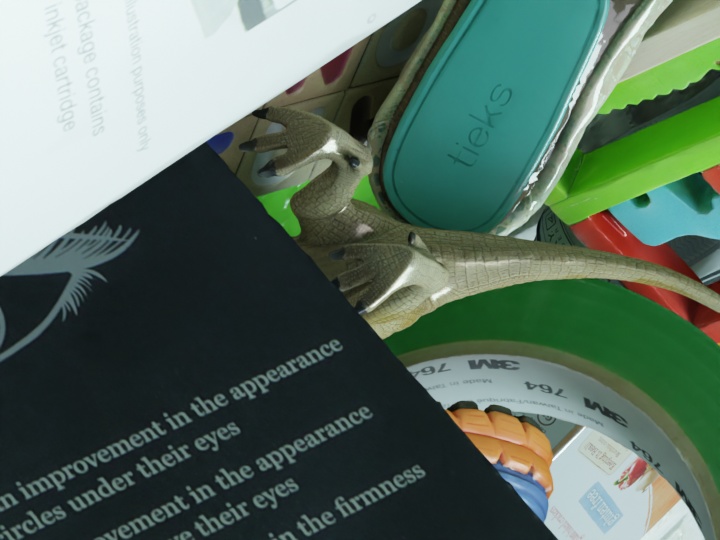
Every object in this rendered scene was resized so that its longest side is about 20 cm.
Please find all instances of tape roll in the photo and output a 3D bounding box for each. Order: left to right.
[{"bbox_3d":[0.037,0.098,0.769,0.200,0.200,0.048,-41,156,-10],"label":"tape roll"}]

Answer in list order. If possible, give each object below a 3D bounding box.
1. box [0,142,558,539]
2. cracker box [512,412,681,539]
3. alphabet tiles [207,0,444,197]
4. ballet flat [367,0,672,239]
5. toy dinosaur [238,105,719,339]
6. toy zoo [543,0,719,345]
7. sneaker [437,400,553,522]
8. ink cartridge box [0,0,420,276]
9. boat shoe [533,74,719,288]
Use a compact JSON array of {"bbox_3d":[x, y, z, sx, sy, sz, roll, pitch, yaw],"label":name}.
[{"bbox_3d":[-0.079,0.049,0.515,0.147,0.200,0.105,-24,147,-29],"label":"box"},{"bbox_3d":[0.028,0.104,0.934,0.200,0.058,0.134,-44,155,-1],"label":"cracker box"},{"bbox_3d":[-0.044,-0.047,0.659,0.199,0.008,0.168,-18,143,-44],"label":"alphabet tiles"},{"bbox_3d":[0.062,-0.095,0.694,0.200,0.067,0.062,-54,-176,22],"label":"ballet flat"},{"bbox_3d":[0.000,0.000,0.685,0.198,0.059,0.101,-12,160,7],"label":"toy dinosaur"},{"bbox_3d":[0.140,-0.003,0.762,0.131,0.200,0.021,-22,-147,45],"label":"toy zoo"},{"bbox_3d":[-0.032,0.080,0.688,0.198,0.079,0.075,-1,159,-24],"label":"sneaker"},{"bbox_3d":[-0.043,-0.104,0.415,0.199,0.147,0.083,-35,151,-22],"label":"ink cartridge box"},{"bbox_3d":[0.125,-0.029,0.889,0.199,0.072,0.071,-20,161,-35],"label":"boat shoe"}]
